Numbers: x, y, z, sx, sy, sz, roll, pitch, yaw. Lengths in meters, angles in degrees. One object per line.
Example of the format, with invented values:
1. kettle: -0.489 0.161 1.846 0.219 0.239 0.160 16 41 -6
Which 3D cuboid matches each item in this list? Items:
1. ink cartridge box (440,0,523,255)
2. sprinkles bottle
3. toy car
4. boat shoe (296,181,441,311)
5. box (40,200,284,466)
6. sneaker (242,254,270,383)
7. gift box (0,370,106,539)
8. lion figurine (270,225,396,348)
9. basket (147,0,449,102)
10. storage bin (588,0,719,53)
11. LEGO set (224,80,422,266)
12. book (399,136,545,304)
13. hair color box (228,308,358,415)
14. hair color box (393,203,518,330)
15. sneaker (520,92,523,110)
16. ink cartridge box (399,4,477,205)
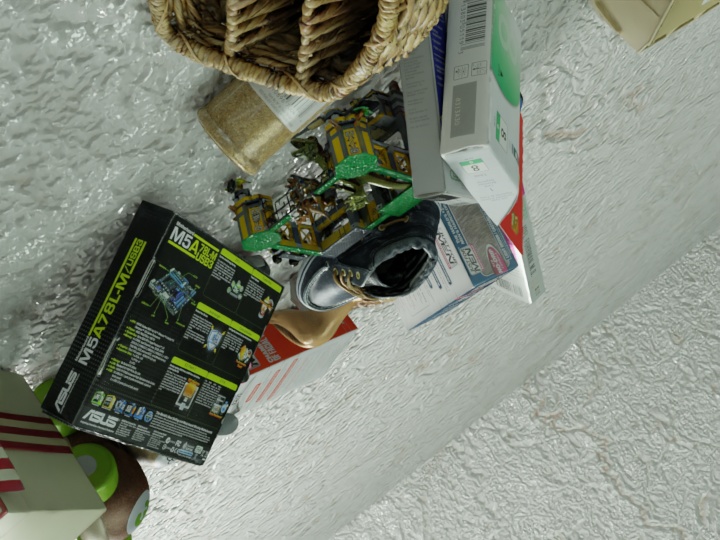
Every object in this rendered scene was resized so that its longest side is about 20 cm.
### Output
1. ink cartridge box: 0.130 -0.126 0.898 0.050 0.162 0.200 -9 152 28
2. sprinkles bottle: -0.034 -0.164 0.783 0.200 0.068 0.068 -42 161 6
3. toy car: -0.214 0.177 1.035 0.199 0.158 0.165 -22 146 -21
4. boat shoe: 0.000 0.000 0.989 0.071 0.091 0.200 31 129 -23
5. box: -0.166 0.064 0.904 0.200 0.047 0.194 38 72 -59
6. sneaker: -0.137 0.069 1.073 0.079 0.096 0.200 -15 148 -47
7. gift box: -0.332 0.187 0.820 0.185 0.200 0.187 -46 160 2
8. lion figurine: -0.032 0.030 1.137 0.072 0.123 0.200 -14 149 -51
9. basket: -0.035 -0.190 0.606 0.149 0.143 0.200 -32 160 -24
10. storage bin: 0.366 -0.356 1.073 0.199 0.094 0.199 -32 160 -23
11. LEGO set: -0.030 -0.101 0.918 0.153 0.116 0.200 4 150 -37
12. book: 0.126 -0.061 1.097 0.048 0.133 0.201 -43 138 -22
13. hair color box: -0.108 0.110 1.268 0.199 0.064 0.111 -21 155 -46
14. hair color box: 0.085 -0.011 1.086 0.060 0.100 0.200 -23 173 -21
15. sneaker: 0.137 -0.132 1.166 0.089 0.079 0.200 -25 156 -31
16. ink cartridge box: 0.067 -0.158 0.864 0.037 0.201 0.095 -6 176 26
